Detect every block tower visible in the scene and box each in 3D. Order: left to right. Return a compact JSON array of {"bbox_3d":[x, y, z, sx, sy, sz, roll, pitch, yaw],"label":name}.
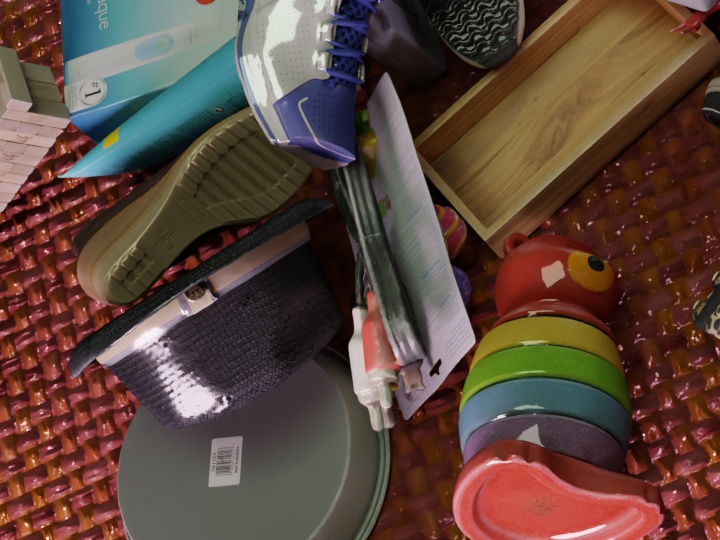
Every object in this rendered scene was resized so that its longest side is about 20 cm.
[{"bbox_3d":[-0.282,-0.072,1.640,0.200,0.058,0.054,-49,50,34],"label":"block tower"}]

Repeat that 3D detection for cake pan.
[{"bbox_3d":[-0.078,0.131,1.507,0.200,0.037,0.200,-11,64,22],"label":"cake pan"}]

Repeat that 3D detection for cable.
[{"bbox_3d":[0.000,0.000,1.449,0.050,0.097,0.200,-16,76,-6],"label":"cable"}]

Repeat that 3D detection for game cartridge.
[{"bbox_3d":[-0.004,-0.227,1.573,0.042,0.133,0.200,-26,68,13],"label":"game cartridge"}]

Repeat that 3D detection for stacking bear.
[{"bbox_3d":[0.117,0.066,1.401,0.114,0.121,0.200,-48,29,50],"label":"stacking bear"}]

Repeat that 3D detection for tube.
[{"bbox_3d":[-0.122,-0.106,1.570,0.200,0.077,0.050,-30,71,40],"label":"tube"}]

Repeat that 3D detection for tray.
[{"bbox_3d":[0.136,-0.110,1.514,0.200,0.037,0.099,-42,56,4],"label":"tray"}]

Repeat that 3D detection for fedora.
[{"bbox_3d":[-0.085,0.038,1.461,0.201,0.201,0.092,-32,92,10],"label":"fedora"}]

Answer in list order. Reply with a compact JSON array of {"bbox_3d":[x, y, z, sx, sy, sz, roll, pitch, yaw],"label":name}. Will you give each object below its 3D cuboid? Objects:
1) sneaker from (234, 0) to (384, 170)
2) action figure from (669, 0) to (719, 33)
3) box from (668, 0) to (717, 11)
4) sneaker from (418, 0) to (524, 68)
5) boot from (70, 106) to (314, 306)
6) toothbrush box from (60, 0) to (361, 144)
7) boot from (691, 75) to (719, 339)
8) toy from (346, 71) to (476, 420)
[{"bbox_3d":[-0.016,-0.175,1.445,0.115,0.081,0.199,-18,70,28],"label":"sneaker"},{"bbox_3d":[0.274,-0.149,1.413,0.099,0.065,0.200,-43,24,-5],"label":"action figure"},{"bbox_3d":[0.179,-0.311,1.469,0.199,0.171,0.200,26,73,46],"label":"box"},{"bbox_3d":[0.065,-0.219,1.569,0.070,0.093,0.200,-34,68,12],"label":"sneaker"},{"bbox_3d":[-0.118,-0.060,1.558,0.200,0.072,0.166,-41,18,-1],"label":"boot"},{"bbox_3d":[-0.110,-0.181,1.636,0.200,0.085,0.146,-14,63,18],"label":"toothbrush box"},{"bbox_3d":[0.250,-0.027,1.392,0.200,0.073,0.151,37,99,50],"label":"boot"},{"bbox_3d":[0.039,-0.018,1.493,0.047,0.115,0.200,-7,64,-27],"label":"toy"}]
